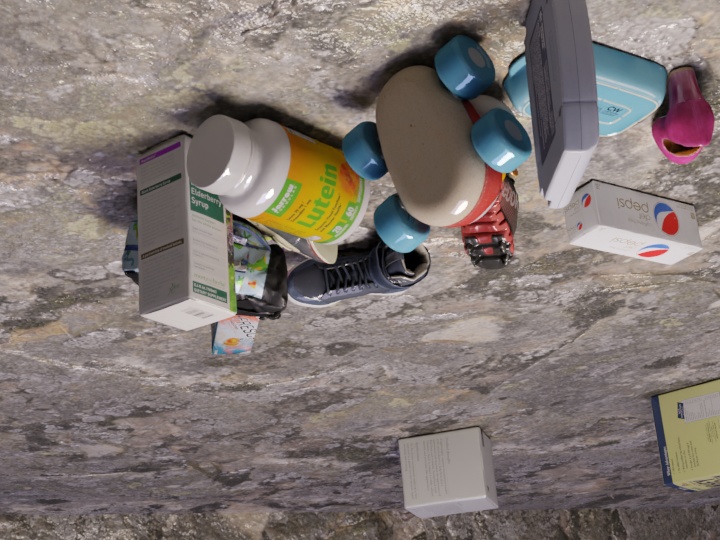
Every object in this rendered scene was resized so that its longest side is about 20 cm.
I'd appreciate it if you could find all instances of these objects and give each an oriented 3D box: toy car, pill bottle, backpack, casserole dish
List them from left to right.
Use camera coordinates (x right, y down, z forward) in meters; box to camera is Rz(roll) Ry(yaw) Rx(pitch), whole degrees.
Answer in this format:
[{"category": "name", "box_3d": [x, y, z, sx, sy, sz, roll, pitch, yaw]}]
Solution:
[{"category": "backpack", "box_3d": [-0.197, -0.012, 1.425, 0.198, 0.156, 0.163, -1, 180, -12]}, {"category": "pill bottle", "box_3d": [-0.093, -0.105, 1.285, 0.110, 0.112, 0.199, -24, 151, 38]}, {"category": "toy car", "box_3d": [0.121, -0.128, 1.232, 0.199, 0.178, 0.184, 1, 149, -48]}, {"category": "casserole dish", "box_3d": [0.250, -0.193, 1.251, 0.198, 0.039, 0.121, 9, 154, -32]}]

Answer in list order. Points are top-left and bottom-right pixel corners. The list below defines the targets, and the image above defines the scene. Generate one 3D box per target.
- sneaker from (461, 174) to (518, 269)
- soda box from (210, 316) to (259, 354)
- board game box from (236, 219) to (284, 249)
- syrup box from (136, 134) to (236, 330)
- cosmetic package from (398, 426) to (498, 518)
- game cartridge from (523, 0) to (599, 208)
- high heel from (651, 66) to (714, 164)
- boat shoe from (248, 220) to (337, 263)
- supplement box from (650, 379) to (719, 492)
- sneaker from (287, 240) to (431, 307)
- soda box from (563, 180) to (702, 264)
[{"category": "sneaker", "box_3d": [0.153, -0.098, 1.417, 0.070, 0.099, 0.201, 0, 137, 20]}, {"category": "soda box", "box_3d": [-0.188, 0.061, 1.714, 0.063, 0.069, 0.200, -1, 156, -11]}, {"category": "board game box", "box_3d": [-0.202, -0.032, 1.549, 0.198, 0.033, 0.120, -2, 162, -8]}, {"category": "syrup box", "box_3d": [-0.198, -0.043, 1.294, 0.081, 0.202, 0.078, -18, 155, 31]}, {"category": "cosmetic package", "box_3d": [0.207, 0.477, 2.677, 0.198, 0.167, 0.165, -10, 158, 13]}, {"category": "game cartridge", "box_3d": [0.186, -0.176, 1.062, 0.040, 0.202, 0.133, -2, 158, 1]}, {"category": "high heel", "box_3d": [0.379, -0.145, 1.317, 0.067, 0.097, 0.200, -8, 157, 6]}, {"category": "boat shoe", "box_3d": [-0.091, -0.060, 1.447, 0.062, 0.072, 0.200, -12, 154, 23]}, {"category": "supplement box", "box_3d": [0.760, 0.357, 2.470, 0.199, 0.202, 0.134, -21, 152, 36]}, {"category": "sneaker", "box_3d": [0.000, -0.002, 1.581, 0.200, 0.078, 0.146, -8, 171, -20]}, {"category": "soda box", "box_3d": [0.370, -0.062, 1.550, 0.198, 0.069, 0.064, 9, 153, -31]}]
